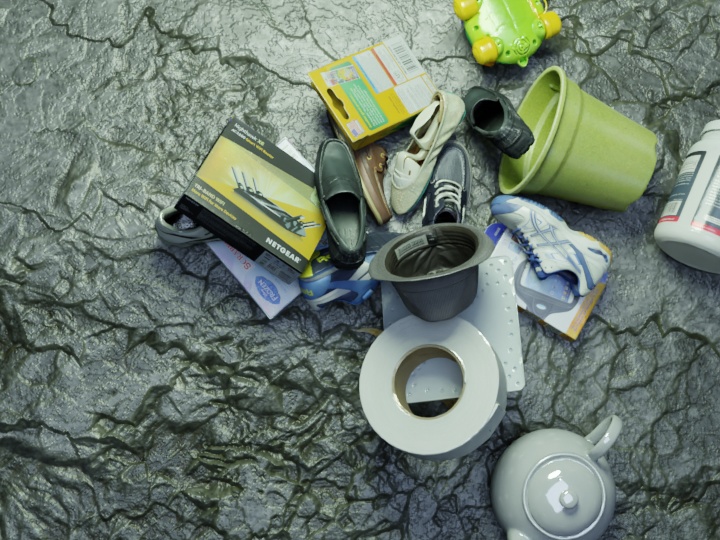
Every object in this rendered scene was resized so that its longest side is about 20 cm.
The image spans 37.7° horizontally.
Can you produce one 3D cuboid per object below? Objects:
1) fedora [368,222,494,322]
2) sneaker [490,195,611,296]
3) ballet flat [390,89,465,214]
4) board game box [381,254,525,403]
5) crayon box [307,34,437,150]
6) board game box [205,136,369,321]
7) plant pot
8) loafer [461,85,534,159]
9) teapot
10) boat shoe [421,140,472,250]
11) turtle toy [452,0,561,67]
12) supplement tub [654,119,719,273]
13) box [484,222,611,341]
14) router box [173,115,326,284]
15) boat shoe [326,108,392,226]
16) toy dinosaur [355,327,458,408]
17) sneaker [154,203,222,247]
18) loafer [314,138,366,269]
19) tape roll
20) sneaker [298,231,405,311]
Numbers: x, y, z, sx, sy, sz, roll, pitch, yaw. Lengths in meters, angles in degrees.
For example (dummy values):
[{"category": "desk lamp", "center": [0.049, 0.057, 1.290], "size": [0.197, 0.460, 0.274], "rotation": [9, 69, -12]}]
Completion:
[{"category": "fedora", "center": [0.104, 0.010, 1.459], "size": [0.176, 0.200, 0.091], "rotation": [-12, 112, 5]}, {"category": "sneaker", "center": [0.272, -0.036, 1.563], "size": [0.199, 0.075, 0.088], "rotation": [31, 81, 2]}, {"category": "ballet flat", "center": [0.087, -0.183, 1.599], "size": [0.062, 0.067, 0.201], "rotation": [23, 97, -40]}, {"category": "board game box", "center": [0.133, 0.089, 1.541], "size": [0.199, 0.026, 0.201], "rotation": [-9, 71, 15]}, {"category": "crayon box", "center": [0.015, -0.265, 1.590], "size": [0.200, 0.052, 0.126], "rotation": [-29, 84, -36]}, {"category": "board game box", "center": [-0.125, -0.063, 1.603], "size": [0.199, 0.041, 0.200], "rotation": [-40, 86, -7]}, {"category": "plant pot", "center": [0.333, -0.178, 1.581], "size": [0.183, 0.200, 0.201], "rotation": [19, 81, -12]}, {"category": "loafer", "center": [0.194, -0.234, 1.572], "size": [0.070, 0.201, 0.068], "rotation": [35, 105, -31]}, {"category": "teapot", "center": [0.287, 0.318, 1.518], "size": [0.196, 0.146, 0.201], "rotation": [-6, 82, -4]}, {"category": "boat shoe", "center": [0.134, -0.106, 1.594], "size": [0.074, 0.093, 0.201], "rotation": [8, 82, -4]}, {"category": "turtle toy", "center": [0.211, -0.402, 1.635], "size": [0.145, 0.101, 0.201], "rotation": [-22, 83, -7]}, {"category": "supplement tub", "center": [0.541, -0.109, 1.591], "size": [0.140, 0.140, 0.201], "rotation": [25, 82, 1]}, {"category": "box", "center": [0.268, 0.007, 1.614], "size": [0.199, 0.041, 0.119], "rotation": [31, 82, -1]}, {"category": "router box", "center": [-0.142, -0.100, 1.507], "size": [0.200, 0.052, 0.158], "rotation": [34, 56, -13]}, {"category": "boat shoe", "center": [0.011, -0.168, 1.609], "size": [0.067, 0.072, 0.201], "rotation": [-21, 81, -3]}, {"category": "toy dinosaur", "center": [0.094, 0.124, 1.580], "size": [0.200, 0.058, 0.101], "rotation": [41, 83, 3]}, {"category": "sneaker", "center": [-0.201, -0.080, 1.537], "size": [0.199, 0.089, 0.075], "rotation": [-15, 80, -7]}, {"category": "loafer", "center": [-0.024, -0.101, 1.484], "size": [0.068, 0.070, 0.202], "rotation": [-4, 67, -11]}, {"category": "tape roll", "center": [0.103, 0.162, 1.474], "size": [0.201, 0.071, 0.204], "rotation": [-5, 71, 16]}, {"category": "sneaker", "center": [0.000, 0.000, 1.564], "size": [0.199, 0.074, 0.083], "rotation": [-16, 118, -12]}]
